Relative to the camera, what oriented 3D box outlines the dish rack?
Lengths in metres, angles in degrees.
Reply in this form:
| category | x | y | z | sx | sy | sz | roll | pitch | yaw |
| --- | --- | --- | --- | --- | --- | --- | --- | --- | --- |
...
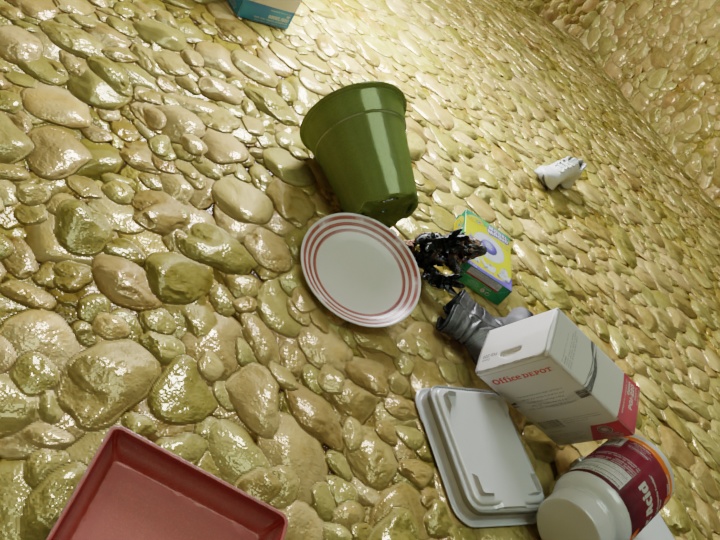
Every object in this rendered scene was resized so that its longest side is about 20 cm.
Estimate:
| category | x | y | z | sx | sy | sz | roll | pitch | yaw |
| --- | --- | --- | --- | --- | --- | --- | --- | --- | --- |
| dish rack | 0.172 | 0.244 | 0.930 | 0.169 | 0.044 | 0.203 | 13 | 44 | -35 |

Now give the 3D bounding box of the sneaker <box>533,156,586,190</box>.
| category | x | y | z | sx | sy | sz | roll | pitch | yaw |
| --- | --- | --- | --- | --- | --- | --- | --- | --- | --- |
| sneaker | 0.529 | -0.267 | 1.790 | 0.198 | 0.087 | 0.075 | -14 | 62 | -48 |

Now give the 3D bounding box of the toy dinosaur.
| category | x | y | z | sx | sy | sz | roll | pitch | yaw |
| --- | --- | --- | --- | --- | --- | --- | --- | --- | --- |
| toy dinosaur | 0.123 | -0.023 | 1.140 | 0.136 | 0.196 | 0.104 | -135 | -157 | -68 |

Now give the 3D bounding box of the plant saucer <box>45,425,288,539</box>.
| category | x | y | z | sx | sy | sz | roll | pitch | yaw |
| --- | --- | --- | --- | --- | --- | --- | --- | --- | --- |
| plant saucer | -0.175 | 0.264 | 0.586 | 0.198 | 0.037 | 0.201 | 33 | 35 | -13 |

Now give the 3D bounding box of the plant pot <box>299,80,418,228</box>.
| category | x | y | z | sx | sy | sz | roll | pitch | yaw |
| --- | --- | --- | --- | --- | --- | --- | --- | --- | --- |
| plant pot | 0.013 | -0.176 | 1.141 | 0.197 | 0.199 | 0.194 | 2 | 62 | -41 |

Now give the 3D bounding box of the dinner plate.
| category | x | y | z | sx | sy | sz | roll | pitch | yaw |
| --- | --- | --- | --- | --- | --- | --- | --- | --- | --- |
| dinner plate | 0.000 | 0.000 | 1.023 | 0.196 | 0.024 | 0.204 | 12 | 54 | -17 |

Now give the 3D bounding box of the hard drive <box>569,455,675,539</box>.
| category | x | y | z | sx | sy | sz | roll | pitch | yaw |
| --- | --- | --- | --- | --- | --- | --- | --- | --- | --- |
| hard drive | 0.411 | 0.375 | 1.025 | 0.130 | 0.027 | 0.203 | 5 | 47 | -40 |

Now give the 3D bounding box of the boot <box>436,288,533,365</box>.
| category | x | y | z | sx | sy | sz | roll | pitch | yaw |
| --- | --- | --- | --- | --- | --- | --- | --- | --- | --- |
| boot | 0.210 | 0.078 | 1.123 | 0.132 | 0.070 | 0.200 | 45 | 34 | 5 |

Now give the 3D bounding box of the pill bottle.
| category | x | y | z | sx | sy | sz | roll | pitch | yaw |
| --- | --- | --- | --- | --- | --- | --- | --- | --- | --- |
| pill bottle | 0.333 | 0.312 | 0.919 | 0.197 | 0.115 | 0.115 | -17 | 62 | -41 |

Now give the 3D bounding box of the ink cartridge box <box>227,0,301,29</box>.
| category | x | y | z | sx | sy | sz | roll | pitch | yaw |
| --- | --- | --- | --- | --- | --- | --- | --- | --- | --- |
| ink cartridge box | -0.193 | -0.654 | 1.432 | 0.143 | 0.201 | 0.149 | -3 | 52 | -44 |

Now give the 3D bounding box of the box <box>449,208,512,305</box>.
| category | x | y | z | sx | sy | sz | roll | pitch | yaw |
| --- | --- | --- | --- | --- | --- | --- | --- | --- | --- |
| box | 0.232 | -0.036 | 1.292 | 0.116 | 0.049 | 0.202 | 31 | 34 | -13 |

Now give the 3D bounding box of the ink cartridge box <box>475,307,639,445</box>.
| category | x | y | z | sx | sy | sz | roll | pitch | yaw |
| --- | --- | --- | --- | --- | --- | --- | --- | --- | --- |
| ink cartridge box | 0.288 | 0.161 | 0.990 | 0.199 | 0.145 | 0.086 | 39 | 54 | -19 |
